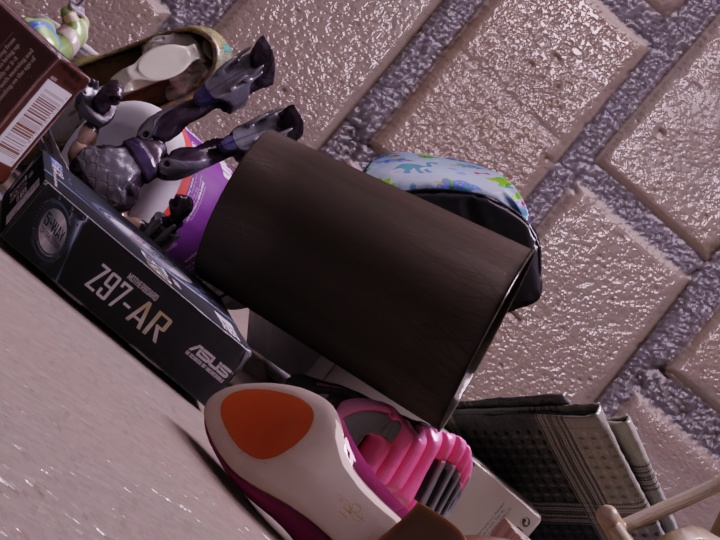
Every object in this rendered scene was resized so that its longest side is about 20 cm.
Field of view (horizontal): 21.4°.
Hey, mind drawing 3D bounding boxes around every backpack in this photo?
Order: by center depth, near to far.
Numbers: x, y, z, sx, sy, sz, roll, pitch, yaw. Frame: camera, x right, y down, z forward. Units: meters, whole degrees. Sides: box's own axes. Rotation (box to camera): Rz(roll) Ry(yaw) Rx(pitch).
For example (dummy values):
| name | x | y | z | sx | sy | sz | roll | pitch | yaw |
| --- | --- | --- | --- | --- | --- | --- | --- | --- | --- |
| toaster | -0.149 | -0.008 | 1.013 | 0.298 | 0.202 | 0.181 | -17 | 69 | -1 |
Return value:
| name | x | y | z | sx | sy | sz | roll | pitch | yaw |
| --- | --- | --- | --- | --- | --- | --- | --- | --- | --- |
| backpack | 0.055 | -0.026 | 1.468 | 0.161 | 0.155 | 0.200 | 3 | -8 | 2 |

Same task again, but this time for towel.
| name | x | y | z | sx | sy | sz | roll | pitch | yaw |
| --- | --- | --- | --- | --- | --- | --- | --- | --- | --- |
| towel | 0.151 | 0.172 | 1.500 | 0.191 | 0.035 | 0.201 | -3 | -50 | 40 |

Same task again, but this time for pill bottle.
| name | x | y | z | sx | sy | sz | roll | pitch | yaw |
| --- | --- | --- | --- | --- | --- | --- | --- | --- | --- |
| pill bottle | -0.141 | -0.041 | 1.470 | 0.112 | 0.113 | 0.200 | 41 | 1 | 35 |

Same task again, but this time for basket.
| name | x | y | z | sx | sy | sz | roll | pitch | yaw |
| --- | --- | --- | --- | --- | --- | --- | --- | --- | --- |
| basket | 0.000 | 0.000 | 1.288 | 0.199 | 0.137 | 0.180 | 28 | 12 | 7 |

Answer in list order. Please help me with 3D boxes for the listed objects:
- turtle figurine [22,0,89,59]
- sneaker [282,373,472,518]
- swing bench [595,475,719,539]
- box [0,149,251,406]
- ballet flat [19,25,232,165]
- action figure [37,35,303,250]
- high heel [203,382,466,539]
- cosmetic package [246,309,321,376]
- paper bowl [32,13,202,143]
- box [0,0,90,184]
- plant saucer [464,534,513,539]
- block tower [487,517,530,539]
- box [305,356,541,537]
| name | x | y | z | sx | sy | sz | roll | pitch | yaw |
| --- | --- | --- | --- | --- | --- | --- | --- | --- | --- |
| turtle figurine | -0.279 | -0.211 | 1.435 | 0.193 | 0.202 | 0.143 | 1 | 4 | 40 |
| sneaker | 0.006 | 0.123 | 1.328 | 0.095 | 0.079 | 0.200 | 27 | -9 | 37 |
| swing bench | 0.252 | 0.258 | 1.226 | 0.201 | 0.129 | 0.199 | 83 | -19 | -46 |
| box | -0.150 | 0.000 | 1.186 | 0.160 | 0.044 | 0.200 | 41 | 0 | -13 |
| ballet flat | -0.192 | -0.138 | 1.455 | 0.071 | 0.199 | 0.071 | 159 | -90 | -84 |
| action figure | -0.141 | -0.085 | 1.335 | 0.131 | 0.199 | 0.069 | 61 | -17 | 0 |
| high heel | -0.010 | 0.133 | 0.962 | 0.200 | 0.067 | 0.097 | 37 | -30 | 44 |
| cosmetic package | -0.013 | 0.048 | 1.584 | 0.106 | 0.091 | 0.200 | 2 | 8 | -26 |
| paper bowl | -0.222 | -0.113 | 1.586 | 0.200 | 0.105 | 0.201 | 40 | -2 | 2 |
| box | -0.294 | -0.162 | 1.304 | 0.200 | 0.100 | 0.075 | 42 | 1 | 12 |
| plant saucer | 0.115 | 0.208 | 0.987 | 0.201 | 0.037 | 0.200 | 52 | -7 | 9 |
| block tower | 0.126 | 0.232 | 1.283 | 0.058 | 0.054 | 0.200 | 41 | 0 | -19 |
| box | 0.039 | 0.143 | 1.445 | 0.200 | 0.068 | 0.082 | 41 | 0 | -9 |
